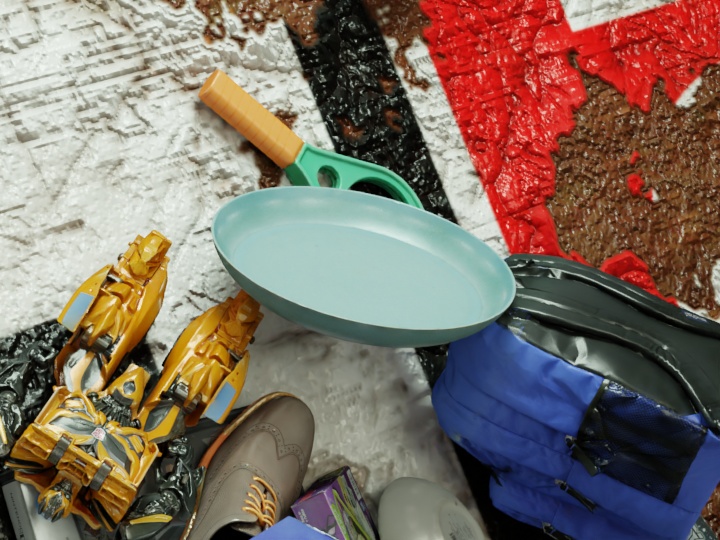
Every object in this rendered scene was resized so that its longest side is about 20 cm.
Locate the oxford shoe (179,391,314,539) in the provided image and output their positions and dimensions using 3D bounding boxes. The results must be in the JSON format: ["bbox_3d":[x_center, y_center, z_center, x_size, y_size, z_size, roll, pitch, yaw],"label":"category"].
[{"bbox_3d":[-0.068,0.154,1.245,0.071,0.073,0.200,39,55,-19],"label":"oxford shoe"}]

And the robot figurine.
[{"bbox_3d":[-0.142,0.071,1.238,0.145,0.058,0.200,32,46,-4],"label":"robot figurine"}]

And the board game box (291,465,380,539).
[{"bbox_3d":[0.016,0.226,1.297,0.032,0.120,0.201,-24,89,3],"label":"board game box"}]

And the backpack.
[{"bbox_3d":[0.147,0.093,1.384,0.200,0.168,0.163,27,20,4],"label":"backpack"}]

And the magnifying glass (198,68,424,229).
[{"bbox_3d":[-0.030,-0.067,1.412,0.200,0.022,0.080,39,56,-19],"label":"magnifying glass"}]

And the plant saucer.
[{"bbox_3d":[0.000,0.000,1.314,0.200,0.200,0.028,-6,120,-37],"label":"plant saucer"}]

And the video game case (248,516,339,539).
[{"bbox_3d":[-0.091,0.251,1.137,0.200,0.045,0.182,-23,131,-61],"label":"video game case"}]

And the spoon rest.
[{"bbox_3d":[0.070,0.228,1.363,0.200,0.061,0.099,59,29,6],"label":"spoon rest"}]

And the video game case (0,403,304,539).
[{"bbox_3d":[-0.109,0.188,1.266,0.200,0.025,0.181,-13,82,-38],"label":"video game case"}]

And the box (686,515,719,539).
[{"bbox_3d":[0.224,0.252,1.479,0.200,0.038,0.137,53,52,-10],"label":"box"}]
